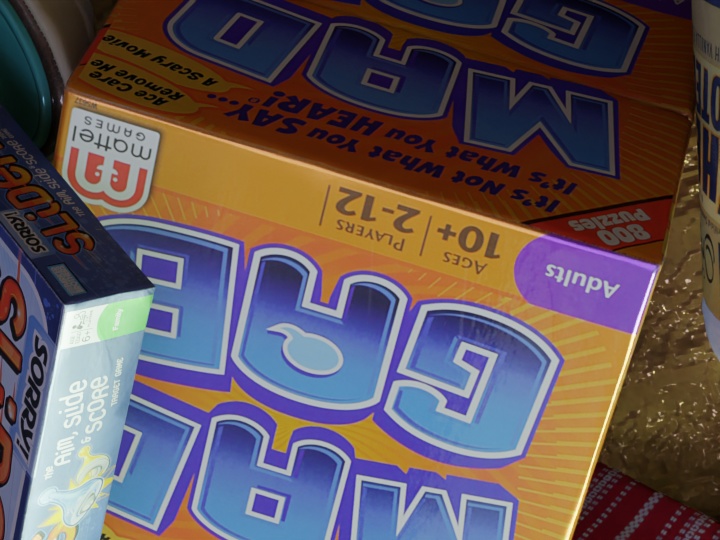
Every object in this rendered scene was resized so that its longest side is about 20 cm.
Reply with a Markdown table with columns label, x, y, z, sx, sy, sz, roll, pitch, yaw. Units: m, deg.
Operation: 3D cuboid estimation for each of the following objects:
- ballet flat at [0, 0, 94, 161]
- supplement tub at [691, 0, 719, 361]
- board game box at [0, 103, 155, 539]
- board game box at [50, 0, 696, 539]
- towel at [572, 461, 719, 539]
| label | x | y | z | sx | sy | sz | roll | pitch | yaw |
| --- | --- | --- | --- | --- | --- | --- | --- | --- | --- |
| ballet flat | -0.136 | -0.098 | 0.941 | 0.200 | 0.069 | 0.070 | 35 | 136 | 44 |
| supplement tub | 0.185 | -0.033 | 0.868 | 0.143 | 0.145 | 0.202 | 0 | 111 | 14 |
| board game box | -0.131 | 0.049 | 0.865 | 0.135 | 0.034 | 0.201 | 46 | 134 | 38 |
| board game box | 0.000 | 0.000 | 0.938 | 0.198 | 0.200 | 0.201 | 16 | 123 | 3 |
| towel | 0.092 | 0.126 | 0.985 | 0.199 | 0.144 | 0.023 | 26 | 130 | 27 |
